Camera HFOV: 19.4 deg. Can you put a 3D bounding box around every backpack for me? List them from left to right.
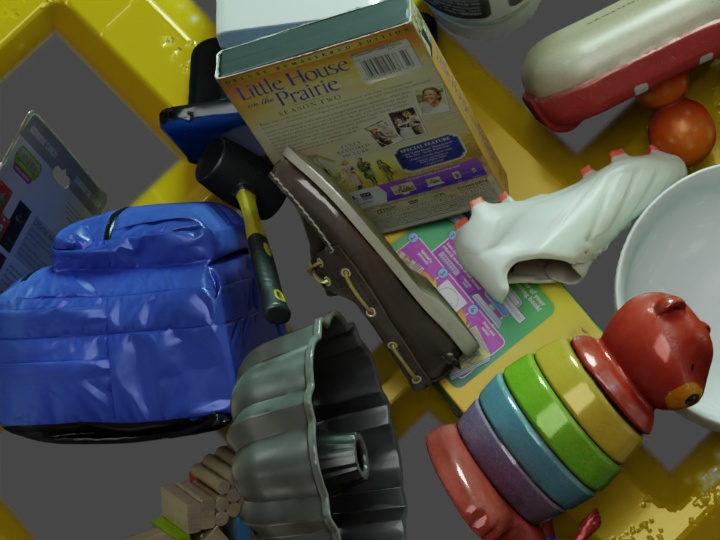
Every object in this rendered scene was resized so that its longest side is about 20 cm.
[{"bbox_3d":[-0.167,0.040,1.534,0.199,0.162,0.169,-10,88,16],"label":"backpack"}]

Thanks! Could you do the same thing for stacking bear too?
[{"bbox_3d":[0.152,0.095,1.429,0.200,0.121,0.114,-39,50,9],"label":"stacking bear"}]

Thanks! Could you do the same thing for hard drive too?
[{"bbox_3d":[-0.048,-0.266,1.659,0.131,0.026,0.201,-6,57,6],"label":"hard drive"}]

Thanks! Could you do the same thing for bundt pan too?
[{"bbox_3d":[-0.033,0.132,1.436,0.075,0.202,0.203,-11,71,16],"label":"bundt pan"}]

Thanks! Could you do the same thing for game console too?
[{"bbox_3d":[-0.043,-0.153,1.581,0.199,0.171,0.119,-7,79,6],"label":"game console"}]

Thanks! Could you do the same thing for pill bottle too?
[{"bbox_3d":[0.082,-0.255,1.572,0.113,0.200,0.115,-3,72,8],"label":"pill bottle"}]

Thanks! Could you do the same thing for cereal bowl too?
[{"bbox_3d":[0.280,0.026,1.514,0.199,0.083,0.201,-1,73,4],"label":"cereal bowl"}]

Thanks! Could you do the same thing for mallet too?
[{"bbox_3d":[-0.065,-0.020,1.474,0.041,0.066,0.200,-49,36,19],"label":"mallet"}]

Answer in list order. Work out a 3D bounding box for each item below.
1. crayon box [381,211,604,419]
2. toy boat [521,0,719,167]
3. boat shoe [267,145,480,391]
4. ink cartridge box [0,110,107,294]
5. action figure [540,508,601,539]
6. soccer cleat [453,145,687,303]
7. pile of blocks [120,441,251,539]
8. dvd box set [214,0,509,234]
[{"bbox_3d":[0.092,0.037,1.555,0.119,0.058,0.200,-38,71,-4],"label":"crayon box"},{"bbox_3d":[0.226,-0.140,1.573,0.199,0.131,0.131,-26,101,1],"label":"toy boat"},{"bbox_3d":[0.000,0.000,1.480,0.059,0.072,0.200,-41,107,5],"label":"boat shoe"},{"bbox_3d":[-0.285,-0.027,1.556,0.084,0.200,0.176,26,79,16],"label":"ink cartridge box"},{"bbox_3d":[0.180,0.202,1.488,0.199,0.065,0.100,7,85,9],"label":"action figure"},{"bbox_3d":[0.159,-0.031,1.523,0.199,0.069,0.078,-18,68,-25],"label":"soccer cleat"},{"bbox_3d":[-0.110,0.177,1.551,0.200,0.082,0.062,-42,29,-15],"label":"pile of blocks"},{"bbox_3d":[0.004,-0.100,1.482,0.145,0.200,0.030,-15,49,17],"label":"dvd box set"}]
